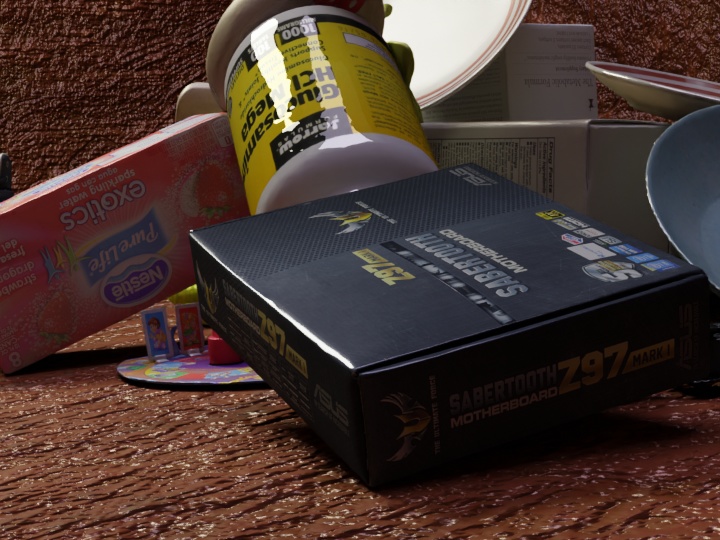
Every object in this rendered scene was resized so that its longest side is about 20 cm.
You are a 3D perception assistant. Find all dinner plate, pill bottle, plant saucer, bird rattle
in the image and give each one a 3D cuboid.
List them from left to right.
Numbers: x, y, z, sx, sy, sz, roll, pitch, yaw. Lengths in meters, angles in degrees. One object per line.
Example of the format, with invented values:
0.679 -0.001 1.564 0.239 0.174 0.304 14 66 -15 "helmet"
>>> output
-0.024 -0.155 0.919 0.162 0.113 0.200 -33 -22 -14 "bird rattle"
-0.013 -0.057 0.824 0.111 0.113 0.201 -5 42 -12 "pill bottle"
0.048 -0.182 1.058 0.199 0.202 0.024 -1 -34 39 "dinner plate"
0.240 -0.103 0.910 0.198 0.025 0.200 12 11 -2 "dinner plate"
0.240 -0.014 0.738 0.199 0.039 0.202 7 41 -6 "plant saucer"

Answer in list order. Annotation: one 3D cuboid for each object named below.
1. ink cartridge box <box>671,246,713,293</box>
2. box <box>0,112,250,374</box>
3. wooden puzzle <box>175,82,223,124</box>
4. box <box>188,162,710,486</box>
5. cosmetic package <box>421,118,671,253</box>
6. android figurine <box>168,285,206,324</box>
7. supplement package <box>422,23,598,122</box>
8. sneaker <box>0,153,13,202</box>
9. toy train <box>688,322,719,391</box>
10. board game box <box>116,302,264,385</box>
0.271 -0.025 0.927 0.198 0.068 0.116 -2 -8 26 "ink cartridge box"
-0.165 -0.022 0.929 0.199 0.095 0.102 -27 12 -16 "box"
-0.060 -0.069 1.150 0.183 0.201 0.038 5 49 -6 "wooden puzzle"
0.029 0.012 0.615 0.156 0.052 0.200 -15 22 -20 "box"
0.105 -0.044 0.908 0.070 0.107 0.199 -3 7 -33 "cosmetic package"
-0.054 0.012 1.090 0.198 0.042 0.182 -4 5 -15 "android figurine"
0.114 -0.086 1.110 0.113 0.203 0.109 -8 6 -42 "supplement package"
-0.344 -0.034 1.265 0.076 0.148 0.202 -4 6 -16 "sneaker"
0.097 0.041 0.654 0.197 0.035 0.046 -4 3 1 "toy train"
-0.046 0.031 0.846 0.199 0.039 0.157 -9 7 -39 "board game box"
